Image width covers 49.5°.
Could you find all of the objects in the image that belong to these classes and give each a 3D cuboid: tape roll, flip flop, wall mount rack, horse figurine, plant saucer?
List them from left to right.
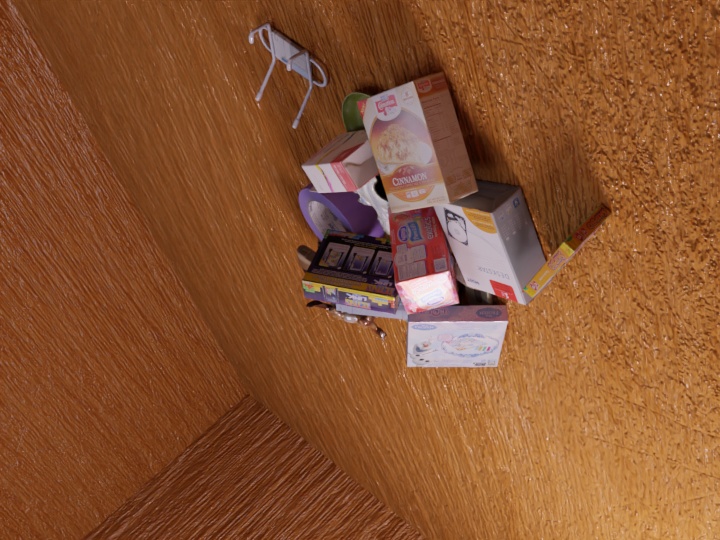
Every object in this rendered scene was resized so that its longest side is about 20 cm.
[{"bbox_3d":[-0.155,-0.392,1.560,0.200,0.075,0.174,40,156,24],"label":"wall mount rack"},{"bbox_3d":[-0.043,-0.126,1.767,0.200,0.085,0.200,41,156,22],"label":"tape roll"},{"bbox_3d":[-0.027,0.104,1.890,0.199,0.050,0.133,19,170,10],"label":"horse figurine"},{"bbox_3d":[0.045,-0.253,1.464,0.200,0.031,0.200,41,157,22],"label":"plant saucer"},{"bbox_3d":[0.214,0.014,1.538,0.081,0.058,0.200,29,150,41],"label":"flip flop"}]

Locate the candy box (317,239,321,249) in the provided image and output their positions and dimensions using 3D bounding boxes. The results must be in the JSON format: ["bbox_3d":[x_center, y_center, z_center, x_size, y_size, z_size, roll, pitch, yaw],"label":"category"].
[{"bbox_3d":[-0.027,0.014,1.959,0.200,0.061,0.136,49,160,24],"label":"candy box"}]

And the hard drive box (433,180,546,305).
[{"bbox_3d":[0.231,-0.054,1.372,0.156,0.077,0.200,19,144,53],"label":"hard drive box"}]

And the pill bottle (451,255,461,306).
[{"bbox_3d":[0.159,0.055,1.648,0.104,0.104,0.200,35,154,32],"label":"pill bottle"}]

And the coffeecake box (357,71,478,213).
[{"bbox_3d":[0.093,-0.208,1.296,0.153,0.073,0.201,-5,106,55],"label":"coffeecake box"}]

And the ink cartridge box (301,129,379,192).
[{"bbox_3d":[-0.031,-0.208,1.485,0.068,0.116,0.200,57,157,-21],"label":"ink cartridge box"}]

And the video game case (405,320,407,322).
[{"bbox_3d":[0.117,0.070,1.861,0.200,0.022,0.182,50,158,0],"label":"video game case"}]

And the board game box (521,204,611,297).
[{"bbox_3d":[0.318,-0.024,1.228,0.030,0.096,0.200,45,158,9],"label":"board game box"}]

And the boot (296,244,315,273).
[{"bbox_3d":[-0.072,0.027,1.935,0.200,0.072,0.166,42,169,31],"label":"boot"}]

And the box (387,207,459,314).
[{"bbox_3d":[0.114,-0.030,1.444,0.095,0.102,0.200,67,-167,-45],"label":"box"}]

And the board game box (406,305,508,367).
[{"bbox_3d":[0.197,0.139,1.633,0.199,0.043,0.199,0,147,2],"label":"board game box"}]

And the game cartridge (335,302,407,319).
[{"bbox_3d":[0.043,0.042,1.771,0.199,0.041,0.134,6,122,8],"label":"game cartridge"}]

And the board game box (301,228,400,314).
[{"bbox_3d":[0.000,0.000,1.627,0.199,0.166,0.057,11,137,15],"label":"board game box"}]

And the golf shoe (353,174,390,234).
[{"bbox_3d":[0.070,-0.122,1.525,0.200,0.078,0.097,40,165,-21],"label":"golf shoe"}]
